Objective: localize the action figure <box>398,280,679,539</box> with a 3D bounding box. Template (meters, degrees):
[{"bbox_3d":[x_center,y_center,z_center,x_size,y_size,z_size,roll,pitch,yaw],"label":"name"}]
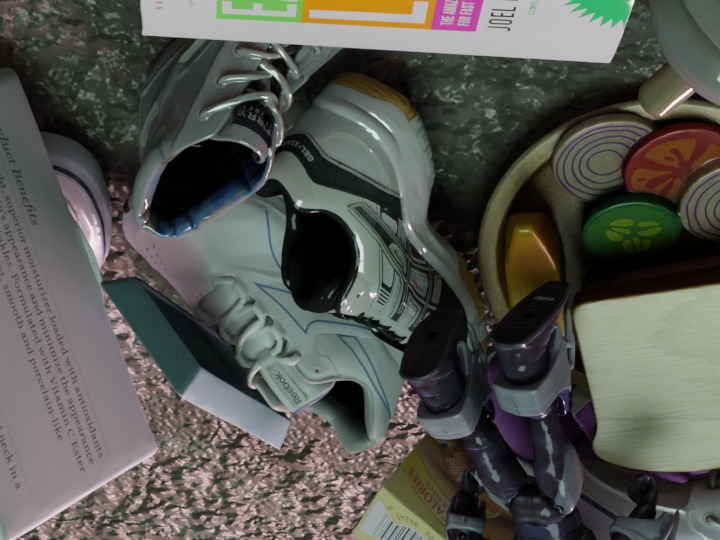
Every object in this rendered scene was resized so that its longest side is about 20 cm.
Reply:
[{"bbox_3d":[0.089,0.108,0.952,0.129,0.070,0.201,-4,121,26],"label":"action figure"}]

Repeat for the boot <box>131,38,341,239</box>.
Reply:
[{"bbox_3d":[-0.037,-0.091,0.860,0.073,0.096,0.200,24,136,-23],"label":"boot"}]

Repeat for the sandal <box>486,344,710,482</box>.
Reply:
[{"bbox_3d":[0.147,0.078,1.057,0.201,0.083,0.050,16,160,-31],"label":"sandal"}]

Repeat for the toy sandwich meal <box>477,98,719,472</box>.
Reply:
[{"bbox_3d":[0.149,0.011,0.956,0.203,0.071,0.207,3,127,4],"label":"toy sandwich meal"}]

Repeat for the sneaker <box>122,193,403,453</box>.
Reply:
[{"bbox_3d":[-0.042,0.021,1.001,0.199,0.088,0.074,35,133,-30],"label":"sneaker"}]

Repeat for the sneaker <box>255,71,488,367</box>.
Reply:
[{"bbox_3d":[0.000,0.000,0.954,0.075,0.088,0.201,21,146,41],"label":"sneaker"}]

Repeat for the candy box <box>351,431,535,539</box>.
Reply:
[{"bbox_3d":[0.108,0.160,1.066,0.200,0.115,0.055,39,138,7],"label":"candy box"}]

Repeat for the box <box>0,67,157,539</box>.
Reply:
[{"bbox_3d":[-0.235,0.035,0.917,0.199,0.130,0.201,-17,96,31],"label":"box"}]

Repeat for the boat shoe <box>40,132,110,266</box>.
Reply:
[{"bbox_3d":[-0.175,0.016,1.009,0.073,0.067,0.201,11,139,-8],"label":"boat shoe"}]

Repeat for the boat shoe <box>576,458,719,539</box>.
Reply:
[{"bbox_3d":[0.196,0.130,1.010,0.198,0.074,0.067,21,107,-3],"label":"boat shoe"}]

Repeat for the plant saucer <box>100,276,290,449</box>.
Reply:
[{"bbox_3d":[-0.078,0.048,0.992,0.019,0.070,0.200,-38,163,2],"label":"plant saucer"}]

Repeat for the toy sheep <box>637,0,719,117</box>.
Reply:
[{"bbox_3d":[0.178,-0.127,0.771,0.137,0.139,0.200,20,138,-18],"label":"toy sheep"}]

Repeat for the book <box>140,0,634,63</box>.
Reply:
[{"bbox_3d":[0.013,-0.133,0.755,0.198,0.049,0.134,2,154,-3],"label":"book"}]
